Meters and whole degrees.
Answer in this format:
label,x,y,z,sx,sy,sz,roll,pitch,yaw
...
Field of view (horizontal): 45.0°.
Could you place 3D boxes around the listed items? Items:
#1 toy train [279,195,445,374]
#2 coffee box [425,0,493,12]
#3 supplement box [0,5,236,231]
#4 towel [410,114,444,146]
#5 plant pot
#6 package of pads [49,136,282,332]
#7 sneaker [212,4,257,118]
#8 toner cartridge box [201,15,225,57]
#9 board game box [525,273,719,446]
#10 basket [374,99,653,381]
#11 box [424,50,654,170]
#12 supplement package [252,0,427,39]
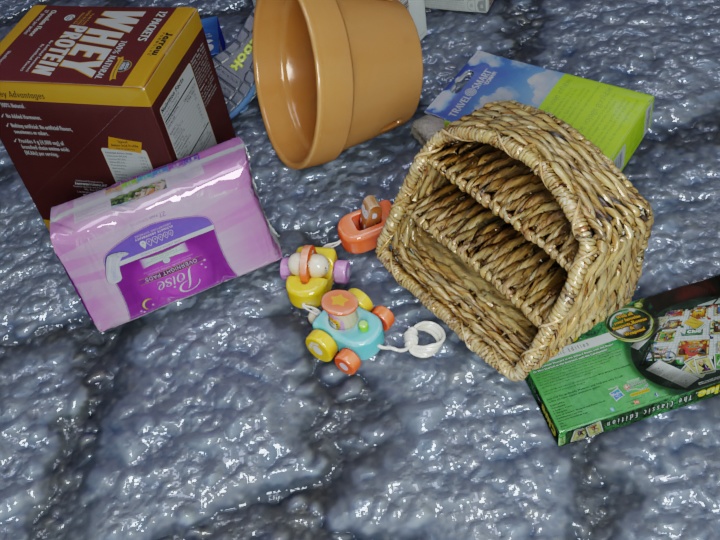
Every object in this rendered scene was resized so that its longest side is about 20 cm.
label,x,y,z,sx,sy,sz,roll,pitch,yaw
toy train,0.000,0.000,0.815,0.148,0.056,0.202,-17,46,-4
coffee box,0.102,-0.492,1.155,0.197,0.200,0.201,12,50,21
supplement box,-0.253,-0.151,0.905,0.194,0.202,0.134,6,48,16
towel,0.150,-0.128,0.920,0.131,0.035,0.201,-24,47,-13
plant pot,-0.023,-0.221,0.947,0.138,0.202,0.201,-12,43,-23
package of pads,-0.182,-0.034,0.829,0.197,0.122,0.076,-22,35,-6
sneaker,-0.143,-0.238,1.062,0.074,0.082,0.200,42,82,9
toner cartridge box,-0.275,-0.270,1.131,0.196,0.044,0.096,-13,45,0
board game box,0.236,0.071,0.724,0.197,0.024,0.106,-16,47,-4
basket,0.121,-0.038,0.725,0.148,0.144,0.200,-28,52,-23
box,0.179,-0.153,0.880,0.198,0.048,0.122,23,56,29
supplement package,-0.030,-0.344,1.099,0.198,0.118,0.117,24,56,30
